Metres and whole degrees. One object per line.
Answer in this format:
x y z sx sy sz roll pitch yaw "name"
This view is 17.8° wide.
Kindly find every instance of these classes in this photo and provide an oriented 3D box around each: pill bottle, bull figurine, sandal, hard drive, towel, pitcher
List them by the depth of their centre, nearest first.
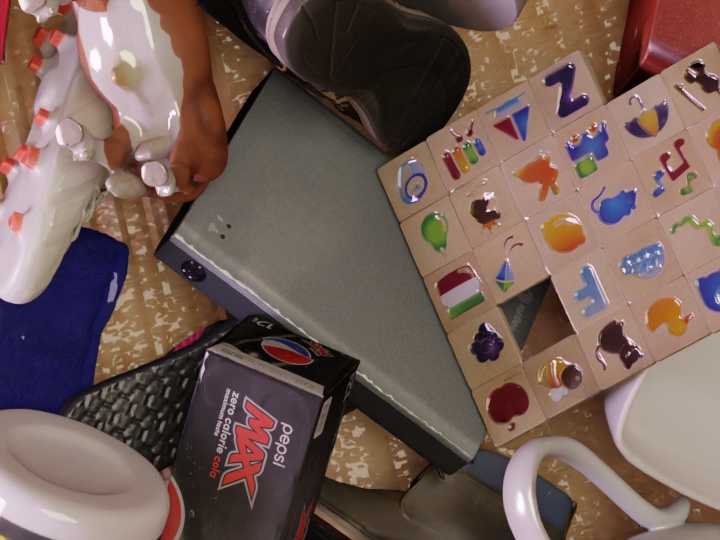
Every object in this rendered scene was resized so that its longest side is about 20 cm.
-0.118 -0.126 1.138 0.065 0.121 0.201 -17 100 22 "bull figurine"
-0.178 0.182 1.160 0.112 0.113 0.201 18 108 -11 "pill bottle"
-0.224 0.029 1.185 0.199 0.049 0.149 20 79 -34 "towel"
0.155 0.173 1.234 0.199 0.121 0.173 2 82 -40 "pitcher"
0.000 0.000 1.241 0.199 0.033 0.140 37 49 -11 "hard drive"
-0.075 0.061 1.244 0.199 0.045 0.076 -19 98 -20 "sandal"

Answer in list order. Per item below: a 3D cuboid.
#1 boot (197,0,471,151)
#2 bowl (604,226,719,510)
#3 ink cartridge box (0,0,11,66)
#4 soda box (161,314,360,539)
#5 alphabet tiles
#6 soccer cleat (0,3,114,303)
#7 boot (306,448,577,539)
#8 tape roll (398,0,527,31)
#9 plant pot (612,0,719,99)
-0.033 -0.141 1.237 0.150 0.200 0.073 37 99 28 "boot"
0.236 0.034 1.251 0.199 0.075 0.201 23 106 -28 "bowl"
-0.207 -0.194 1.124 0.083 0.200 0.177 2 60 -12 "ink cartridge box"
-0.065 0.131 1.187 0.070 0.063 0.202 21 110 11 "soda box"
0.120 -0.027 1.196 0.199 0.008 0.168 -29 73 21 "alphabet tiles"
-0.143 -0.061 1.191 0.077 0.069 0.201 28 47 -22 "soccer cleat"
0.027 0.130 1.265 0.199 0.075 0.097 32 64 -12 "boot"
0.010 -0.206 1.202 0.199 0.200 0.066 32 80 -9 "tape roll"
0.242 -0.151 1.265 0.175 0.200 0.202 11 84 0 "plant pot"
